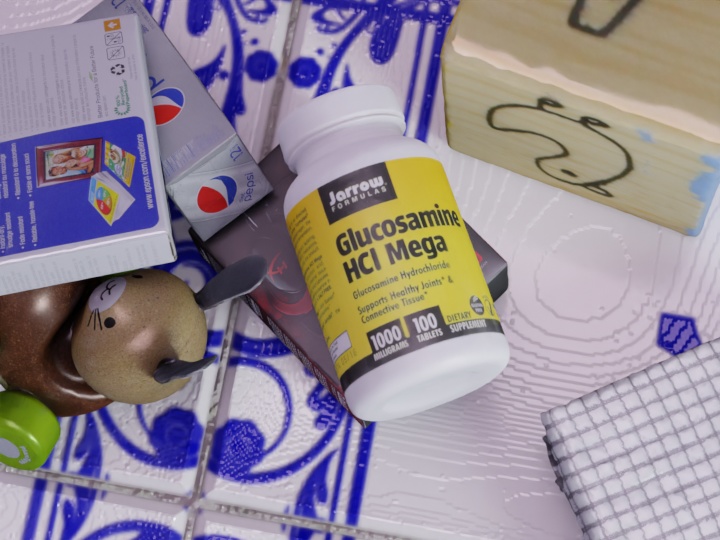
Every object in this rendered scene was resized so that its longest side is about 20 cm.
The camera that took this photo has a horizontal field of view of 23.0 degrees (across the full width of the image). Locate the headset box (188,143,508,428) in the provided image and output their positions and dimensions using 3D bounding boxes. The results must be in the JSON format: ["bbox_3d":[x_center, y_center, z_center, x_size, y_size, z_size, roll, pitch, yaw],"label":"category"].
[{"bbox_3d":[0.000,0.000,1.251,0.148,0.075,0.200,-42,76,-7],"label":"headset box"}]

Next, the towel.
[{"bbox_3d":[0.235,0.141,1.195,0.198,0.086,0.167,-23,77,-4],"label":"towel"}]

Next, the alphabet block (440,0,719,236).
[{"bbox_3d":[0.180,-0.166,1.221,0.198,0.196,0.198,20,76,10],"label":"alphabet block"}]

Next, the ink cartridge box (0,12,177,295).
[{"bbox_3d":[-0.231,-0.074,1.162,0.198,0.047,0.199,-11,55,-3],"label":"ink cartridge box"}]

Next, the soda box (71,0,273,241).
[{"bbox_3d":[-0.139,-0.115,1.254,0.063,0.068,0.200,-36,50,-2],"label":"soda box"}]

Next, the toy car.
[{"bbox_3d":[-0.162,0.030,1.168,0.198,0.158,0.165,-2,45,33],"label":"toy car"}]

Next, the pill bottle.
[{"bbox_3d":[0.015,-0.014,1.155,0.111,0.113,0.202,-20,75,-1],"label":"pill bottle"}]
